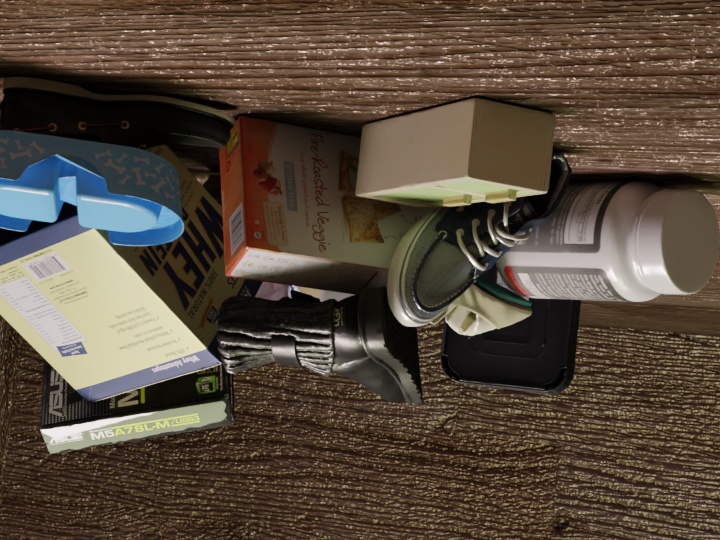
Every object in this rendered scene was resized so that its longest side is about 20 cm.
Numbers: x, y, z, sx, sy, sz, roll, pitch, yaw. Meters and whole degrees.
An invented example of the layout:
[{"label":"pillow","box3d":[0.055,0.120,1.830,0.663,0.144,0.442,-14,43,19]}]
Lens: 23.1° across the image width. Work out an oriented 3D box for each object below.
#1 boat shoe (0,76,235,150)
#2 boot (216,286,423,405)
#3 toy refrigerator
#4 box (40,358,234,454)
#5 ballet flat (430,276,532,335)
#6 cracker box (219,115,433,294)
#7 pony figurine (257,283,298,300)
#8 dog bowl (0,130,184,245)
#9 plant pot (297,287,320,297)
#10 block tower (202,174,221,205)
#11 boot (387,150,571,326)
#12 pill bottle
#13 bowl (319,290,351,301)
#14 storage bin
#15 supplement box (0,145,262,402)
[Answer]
[{"label":"boat shoe","box3d":[-0.208,-0.121,1.506,0.199,0.064,0.074,5,170,-10]},{"label":"boot","box3d":[-0.032,0.070,1.598,0.156,0.080,0.211,-8,155,13]},{"label":"toy refrigerator","box3d":[0.073,-0.090,1.443,0.075,0.071,0.200,9,174,-26]},{"label":"box","box3d":[-0.227,0.085,1.804,0.191,0.201,0.048,-7,135,1]},{"label":"ballet flat","box3d":[0.093,0.027,1.708,0.069,0.070,0.199,2,163,40]},{"label":"cracker box","box3d":[-0.023,-0.053,1.571,0.198,0.135,0.058,8,149,-25]},{"label":"pony figurine","box3d":[-0.100,-0.020,2.173,0.192,0.168,0.200,-28,161,14]},{"label":"dog bowl","box3d":[-0.243,-0.070,1.480,0.198,0.050,0.112,8,158,-4]},{"label":"plant pot","box3d":[-0.005,-0.023,1.935,0.198,0.136,0.200,7,175,1]},{"label":"block tower","box3d":[-0.158,-0.043,1.861,0.057,0.055,0.200,3,-157,12]},{"label":"boot","box3d":[0.103,-0.034,1.525,0.090,0.201,0.073,-10,127,49]},{"label":"pill bottle","box3d":[0.234,-0.028,1.683,0.199,0.115,0.113,2,174,45]},{"label":"bowl","box3d":[0.000,0.000,1.740,0.074,0.202,0.200,12,-178,0]},{"label":"storage bin","box3d":[0.164,0.025,1.871,0.134,0.202,0.094,5,176,11]},{"label":"supplement box","box3d":[-0.234,-0.005,1.674,0.199,0.135,0.200,-17,124,40]}]
